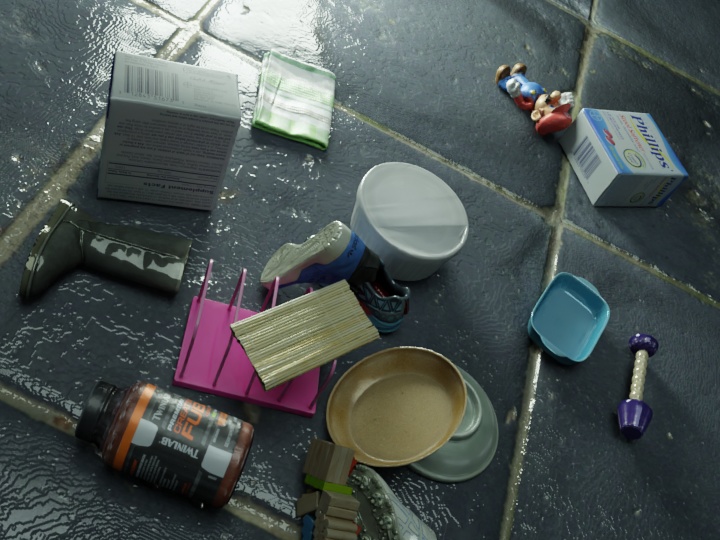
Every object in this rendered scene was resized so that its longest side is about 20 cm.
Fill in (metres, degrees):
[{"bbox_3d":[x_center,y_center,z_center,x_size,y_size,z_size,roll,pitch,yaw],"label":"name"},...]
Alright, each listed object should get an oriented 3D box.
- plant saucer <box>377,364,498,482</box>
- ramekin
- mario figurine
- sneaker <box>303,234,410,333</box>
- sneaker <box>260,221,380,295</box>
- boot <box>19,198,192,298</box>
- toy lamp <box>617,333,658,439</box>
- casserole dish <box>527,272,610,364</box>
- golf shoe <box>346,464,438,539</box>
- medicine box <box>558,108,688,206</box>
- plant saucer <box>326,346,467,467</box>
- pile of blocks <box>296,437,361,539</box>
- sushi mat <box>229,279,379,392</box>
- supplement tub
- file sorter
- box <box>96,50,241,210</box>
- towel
[{"bbox_3d":[0.121,0.205,1.158,0.197,0.050,0.202,13,51,-16],"label":"plant saucer"},{"bbox_3d":[0.074,-0.074,1.322,0.199,0.095,0.205,13,49,-16],"label":"ramekin"},{"bbox_3d":[0.384,-0.381,1.698,0.123,0.106,0.201,-36,62,-4],"label":"mario figurine"},{"bbox_3d":[0.000,0.000,1.227,0.199,0.096,0.079,39,45,6],"label":"sneaker"},{"bbox_3d":[-0.055,0.005,1.158,0.111,0.199,0.078,37,48,-27],"label":"sneaker"},{"bbox_3d":[-0.345,-0.006,1.095,0.198,0.073,0.184,25,49,-15],"label":"boot"},{"bbox_3d":[0.465,0.193,1.326,0.058,0.058,0.201,29,49,-2],"label":"toy lamp"},{"bbox_3d":[0.356,0.086,1.370,0.121,0.039,0.200,39,49,6],"label":"casserole dish"},{"bbox_3d":[0.050,0.340,1.020,0.097,0.078,0.201,5,48,-54],"label":"golf shoe"},{"bbox_3d":[0.552,-0.237,1.671,0.197,0.103,0.184,-2,56,-26],"label":"medicine box"},{"bbox_3d":[0.051,0.193,1.092,0.197,0.036,0.202,-10,42,9],"label":"plant saucer"},{"bbox_3d":[-0.034,0.312,0.993,0.062,0.082,0.203,22,55,-33],"label":"pile of blocks"},{"bbox_3d":[-0.067,0.078,1.021,0.198,0.012,0.096,-21,68,-40],"label":"sushi mat"},{"bbox_3d":[-0.235,0.202,0.951,0.198,0.107,0.108,23,48,-8],"label":"supplement tub"},{"bbox_3d":[-0.134,0.087,1.075,0.197,0.126,0.140,16,49,-13],"label":"file sorter"},{"bbox_3d":[-0.286,-0.200,1.175,0.181,0.201,0.106,6,51,-21],"label":"box"},{"bbox_3d":[-0.118,-0.319,1.464,0.147,0.031,0.202,14,50,-14],"label":"towel"}]
